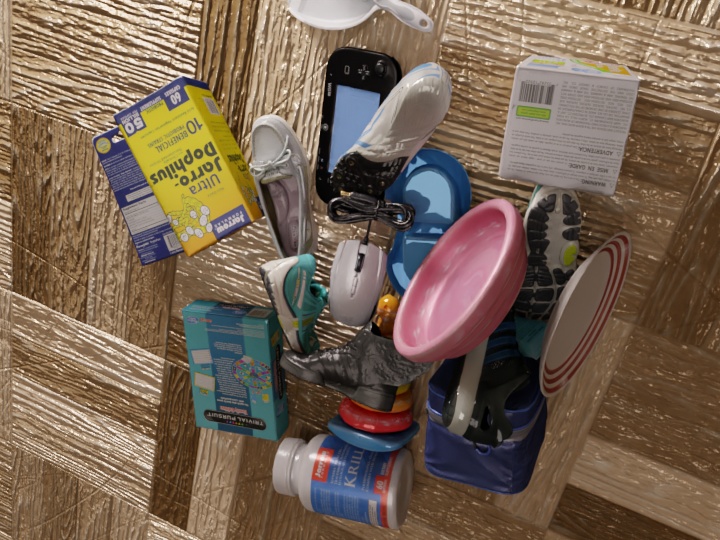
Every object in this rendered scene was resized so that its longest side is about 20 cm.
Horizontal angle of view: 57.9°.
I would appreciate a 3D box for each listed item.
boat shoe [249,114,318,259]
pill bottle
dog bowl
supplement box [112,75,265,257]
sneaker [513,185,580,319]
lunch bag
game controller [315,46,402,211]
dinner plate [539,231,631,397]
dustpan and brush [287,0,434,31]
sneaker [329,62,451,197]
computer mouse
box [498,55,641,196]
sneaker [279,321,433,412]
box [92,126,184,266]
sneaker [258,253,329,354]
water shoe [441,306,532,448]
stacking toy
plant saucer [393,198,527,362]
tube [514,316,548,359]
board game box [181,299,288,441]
[{"bbox_3d":[-0.104,-0.104,0.875,0.072,0.065,0.207,-6,107,12],"label":"boat shoe"},{"bbox_3d":[-0.027,0.307,0.967,0.195,0.112,0.115,4,110,18],"label":"pill bottle"},{"bbox_3d":[0.090,-0.056,0.832,0.109,0.050,0.205,5,109,19],"label":"dog bowl"},{"bbox_3d":[-0.220,-0.139,0.873,0.107,0.110,0.203,-26,99,8],"label":"supplement box"},{"bbox_3d":[0.223,-0.025,0.771,0.075,0.080,0.204,5,129,8],"label":"sneaker"},{"bbox_3d":[0.156,0.164,0.800,0.133,0.200,0.136,7,109,23],"label":"lunch bag"},{"bbox_3d":[-0.006,-0.175,0.831,0.102,0.042,0.205,14,112,15],"label":"game controller"},{"bbox_3d":[0.249,0.048,0.734,0.024,0.198,0.204,30,118,32],"label":"dinner plate"},{"bbox_3d":[0.006,-0.330,0.761,0.197,0.057,0.142,31,116,8],"label":"dustpan and brush"},{"bbox_3d":[0.037,-0.160,0.774,0.071,0.073,0.200,37,123,-14],"label":"sneaker"},{"bbox_3d":[0.000,0.000,0.826,0.107,0.044,0.204,12,122,4],"label":"computer mouse"},{"bbox_3d":[0.213,-0.157,0.666,0.110,0.200,0.104,11,113,14],"label":"box"},{"bbox_3d":[-0.003,0.111,0.847,0.196,0.060,0.107,20,91,16],"label":"sneaker"},{"bbox_3d":[-0.313,-0.119,0.971,0.119,0.032,0.204,-14,103,24],"label":"box"},{"bbox_3d":[-0.076,0.055,0.889,0.078,0.078,0.202,-22,143,-9],"label":"sneaker"},{"bbox_3d":[0.149,0.099,0.716,0.077,0.203,0.072,24,149,2],"label":"water shoe"},{"bbox_3d":[0.029,0.133,0.902,0.114,0.109,0.206,10,100,24],"label":"stacking toy"},{"bbox_3d":[0.114,0.018,0.717,0.050,0.202,0.201,34,118,-14],"label":"plant saucer"},{"bbox_3d":[0.149,0.073,0.812,0.197,0.077,0.051,6,124,44],"label":"tube"},{"bbox_3d":[-0.192,0.154,1.013,0.147,0.047,0.205,5,110,19],"label":"board game box"}]
